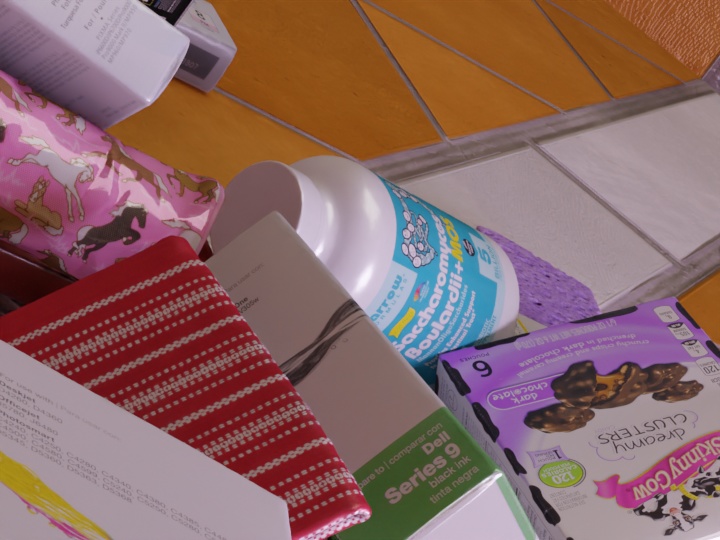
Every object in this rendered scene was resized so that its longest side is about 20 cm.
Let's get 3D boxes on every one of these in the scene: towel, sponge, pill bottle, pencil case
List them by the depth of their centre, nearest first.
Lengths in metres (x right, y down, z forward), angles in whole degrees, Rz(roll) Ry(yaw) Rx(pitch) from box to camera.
[{"bbox_3d":[-0.101,0.073,1.018,0.200,0.144,0.023,52,-18,41],"label":"towel"},{"bbox_3d":[-0.166,-0.055,1.152,0.199,0.087,0.083,32,-14,-16],"label":"pencil case"},{"bbox_3d":[0.000,0.000,1.369,0.200,0.111,0.111,26,20,-48],"label":"pill bottle"},{"bbox_3d":[0.141,0.043,1.696,0.111,0.030,0.200,30,19,-20],"label":"sponge"}]

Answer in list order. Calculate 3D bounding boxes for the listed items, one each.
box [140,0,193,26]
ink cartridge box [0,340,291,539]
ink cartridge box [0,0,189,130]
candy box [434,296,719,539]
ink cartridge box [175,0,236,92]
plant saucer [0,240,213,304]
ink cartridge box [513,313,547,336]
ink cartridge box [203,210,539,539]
[{"bbox_3d":[-0.162,-0.219,1.492,0.159,0.200,0.049,14,30,-51],"label":"box"},{"bbox_3d":[-0.114,0.146,0.750,0.146,0.147,0.200,30,19,-18],"label":"ink cartridge box"},{"bbox_3d":[-0.204,-0.144,1.187,0.200,0.047,0.160,38,-23,-18],"label":"ink cartridge box"},{"bbox_3d":[0.159,0.116,1.343,0.167,0.072,0.200,-13,40,-20],"label":"candy box"},{"bbox_3d":[-0.192,-0.228,1.713,0.162,0.057,0.200,24,27,-36],"label":"ink cartridge box"},{"bbox_3d":[-0.166,-0.025,1.268,0.199,0.037,0.200,26,20,-32],"label":"plant saucer"},{"bbox_3d":[0.151,0.098,1.521,0.199,0.059,0.104,26,20,-31],"label":"ink cartridge box"},{"bbox_3d":[-0.002,0.086,1.135,0.200,0.084,0.146,49,-7,34],"label":"ink cartridge box"}]
